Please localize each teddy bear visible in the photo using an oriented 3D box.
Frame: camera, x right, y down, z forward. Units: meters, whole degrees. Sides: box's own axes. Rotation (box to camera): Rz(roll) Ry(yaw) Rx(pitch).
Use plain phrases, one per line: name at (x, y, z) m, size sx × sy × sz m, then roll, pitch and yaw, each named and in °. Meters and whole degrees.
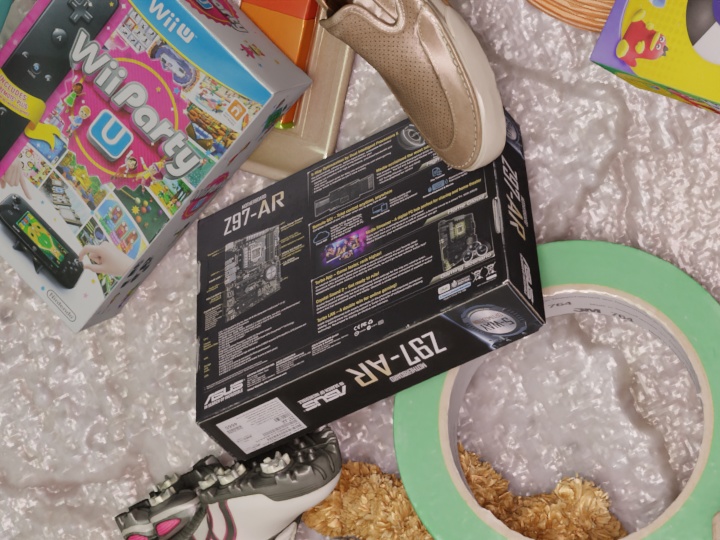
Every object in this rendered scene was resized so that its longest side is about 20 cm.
teddy bear at (0.052, 0.164, 1.274) m, size 0.199 × 0.067 × 0.146 m, roll 20°, pitch 104°, yaw 18°

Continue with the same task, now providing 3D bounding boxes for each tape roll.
tape roll at (0.119, 0.085, 1.213) m, size 0.200 × 0.048 × 0.201 m, roll -2°, pitch 74°, yaw 8°

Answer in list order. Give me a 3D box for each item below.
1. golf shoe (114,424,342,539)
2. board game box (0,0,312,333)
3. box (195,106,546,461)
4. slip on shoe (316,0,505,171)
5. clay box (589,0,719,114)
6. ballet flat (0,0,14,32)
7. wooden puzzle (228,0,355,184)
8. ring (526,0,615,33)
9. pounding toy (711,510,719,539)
golf shoe at (-0.060, 0.145, 1.287) m, size 0.088 × 0.077 × 0.200 m, roll 58°, pitch 144°, yaw -3°
board game box at (-0.147, -0.087, 1.298) m, size 0.148 × 0.064 × 0.200 m, roll 45°, pitch 113°, yaw 8°
box at (0.000, 0.000, 1.236) m, size 0.199 × 0.044 × 0.161 m, roll -26°, pitch 42°, yaw 20°
slip on shoe at (0.007, -0.138, 1.177) m, size 0.076 × 0.060 × 0.201 m, roll -16°, pitch 102°, yaw 60°
clay box at (0.213, -0.129, 1.111) m, size 0.200 × 0.048 × 0.115 m, roll 26°, pitch 93°, yaw 53°
ballet flat at (-0.216, -0.183, 1.270) m, size 0.063 × 0.069 × 0.200 m, roll 17°, pitch 60°, yaw 15°
wooden puzzle at (-0.086, -0.167, 1.307) m, size 0.184 × 0.037 × 0.201 m, roll 17°, pitch 101°, yaw 18°
ring at (0.151, -0.230, 1.223) m, size 0.200 × 0.019 × 0.201 m, roll 2°, pitch 96°, yaw 19°
pounding toy at (0.298, 0.177, 1.132) m, size 0.142 × 0.200 × 0.185 m, roll 2°, pitch 97°, yaw 48°
